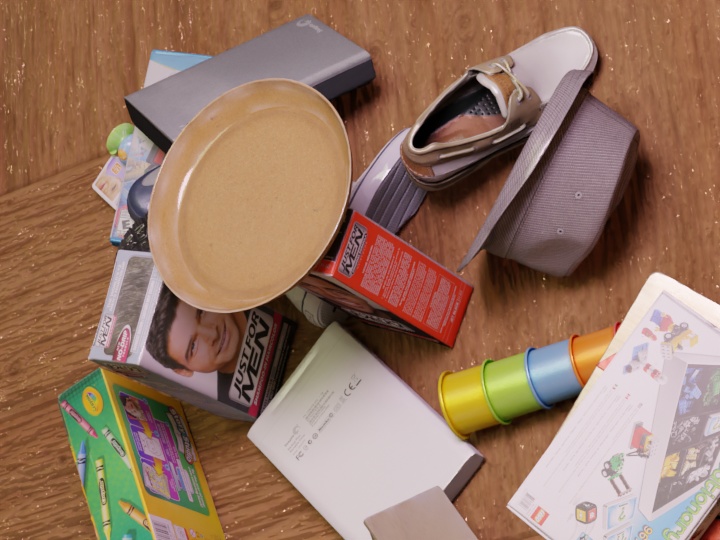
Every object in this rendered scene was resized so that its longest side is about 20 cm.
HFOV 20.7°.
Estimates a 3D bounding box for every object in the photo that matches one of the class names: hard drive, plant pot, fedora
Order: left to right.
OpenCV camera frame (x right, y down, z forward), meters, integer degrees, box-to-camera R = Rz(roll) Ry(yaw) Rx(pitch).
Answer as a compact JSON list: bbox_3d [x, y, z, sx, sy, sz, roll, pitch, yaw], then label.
[{"bbox_3d":[-0.102,-0.167,1.815,0.200,0.033,0.140,-26,32,-16],"label":"hard drive"},{"bbox_3d":[-0.085,-0.058,1.594,0.199,0.027,0.201,-14,63,30],"label":"plant pot"},{"bbox_3d":[0.001,0.152,1.707,0.132,0.027,0.200,-52,52,5],"label":"hard drive"},{"bbox_3d":[0.166,-0.065,1.623,0.090,0.177,0.200,29,112,5],"label":"fedora"}]

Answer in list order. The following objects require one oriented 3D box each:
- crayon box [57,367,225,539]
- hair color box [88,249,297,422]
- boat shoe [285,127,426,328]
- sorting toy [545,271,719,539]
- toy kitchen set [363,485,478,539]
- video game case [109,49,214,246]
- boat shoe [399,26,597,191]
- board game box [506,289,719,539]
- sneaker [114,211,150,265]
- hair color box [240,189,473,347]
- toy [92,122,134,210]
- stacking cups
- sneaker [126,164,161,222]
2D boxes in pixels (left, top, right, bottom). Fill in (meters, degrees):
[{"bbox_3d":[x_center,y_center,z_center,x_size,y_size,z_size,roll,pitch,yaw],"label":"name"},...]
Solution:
[{"bbox_3d":[-0.190,0.195,1.760,0.058,0.119,0.200,-34,56,18],"label":"crayon box"},{"bbox_3d":[-0.143,0.061,1.729,0.060,0.200,0.099,5,75,35],"label":"hair color box"},{"bbox_3d":[-0.007,-0.049,1.760,0.067,0.074,0.200,34,93,36],"label":"boat shoe"},{"bbox_3d":[0.251,0.127,1.492,0.200,0.070,0.199,31,91,25],"label":"sorting toy"},{"bbox_3d":[0.059,0.299,1.584,0.199,0.181,0.163,-22,55,-22],"label":"toy kitchen set"},{"bbox_3d":[-0.148,-0.109,1.871,0.143,0.018,0.201,7,71,9],"label":"video game case"},{"bbox_3d":[0.122,-0.144,1.687,0.200,0.068,0.075,-39,72,-5],"label":"boat shoe"},{"bbox_3d":[0.215,0.132,1.448,0.126,0.035,0.200,38,94,24],"label":"board game box"},{"bbox_3d":[-0.123,-0.025,1.781,0.199,0.091,0.076,-20,57,1],"label":"sneaker"},{"bbox_3d":[0.000,0.000,1.657,0.101,0.200,0.061,13,79,37],"label":"hair color box"},{"bbox_3d":[-0.184,-0.083,1.909,0.200,0.047,0.115,41,97,38],"label":"toy"},{"bbox_3d":[0.165,0.085,1.612,0.199,0.060,0.061,-18,63,22],"label":"stacking cups"},{"bbox_3d":[-0.124,-0.096,1.810,0.199,0.082,0.070,-18,69,0],"label":"sneaker"}]
